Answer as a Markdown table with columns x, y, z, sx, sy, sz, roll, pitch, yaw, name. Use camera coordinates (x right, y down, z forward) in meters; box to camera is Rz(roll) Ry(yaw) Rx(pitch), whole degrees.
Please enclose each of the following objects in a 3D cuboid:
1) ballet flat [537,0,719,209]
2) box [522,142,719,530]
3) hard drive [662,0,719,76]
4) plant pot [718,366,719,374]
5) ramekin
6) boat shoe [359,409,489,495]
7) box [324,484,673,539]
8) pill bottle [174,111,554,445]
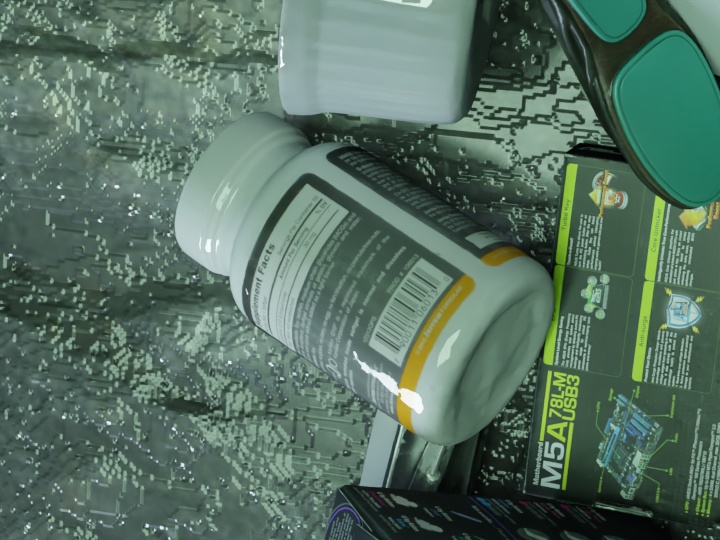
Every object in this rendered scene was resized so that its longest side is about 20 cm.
| x | y | z | sx | sy | sz | roll | pitch | yaw | name |
| --- | --- | --- | --- | --- | --- | --- | --- | --- | --- |
| 0.137 | -0.124 | 1.383 | 0.068 | 0.068 | 0.201 | -34 | 114 | -9 | ballet flat |
| 0.196 | 0.043 | 1.445 | 0.192 | 0.047 | 0.202 | 9 | 103 | 17 | box |
| 0.168 | -0.175 | 1.330 | 0.026 | 0.200 | 0.132 | -45 | 40 | -15 | hard drive |
| 0.332 | 0.021 | 1.308 | 0.195 | 0.196 | 0.201 | 28 | 90 | -12 | plant pot |
| 0.026 | -0.173 | 1.381 | 0.097 | 0.201 | 0.202 | 11 | 103 | 6 | ramekin |
| 0.037 | 0.153 | 1.498 | 0.068 | 0.073 | 0.201 | 15 | 95 | 28 | boat shoe |
| 0.080 | 0.198 | 1.423 | 0.199 | 0.106 | 0.123 | 7 | 107 | -27 | box |
| 0.000 | 0.000 | 1.445 | 0.199 | 0.116 | 0.117 | 34 | 108 | 25 | pill bottle |
